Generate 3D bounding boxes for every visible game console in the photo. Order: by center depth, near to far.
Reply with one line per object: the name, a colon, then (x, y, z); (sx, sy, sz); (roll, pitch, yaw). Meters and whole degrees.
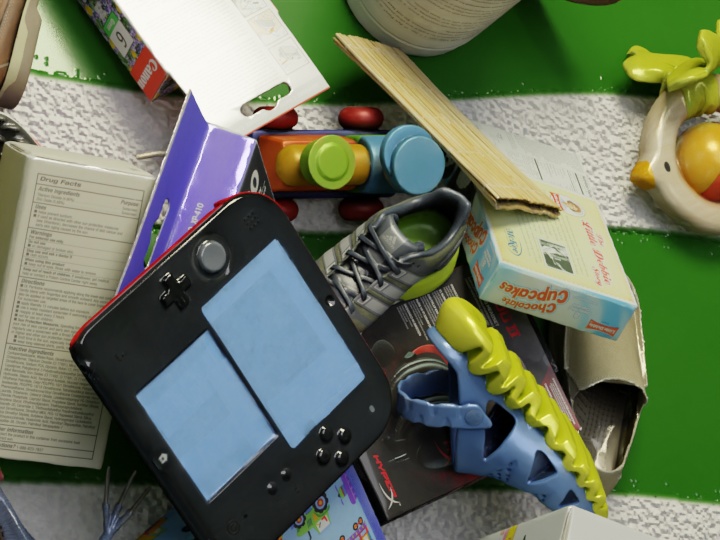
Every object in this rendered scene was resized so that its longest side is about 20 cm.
game console: (-0.077, 0.069, 1.501); (0.177, 0.031, 0.200); (-45, 115, -31)

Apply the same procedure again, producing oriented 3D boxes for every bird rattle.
bird rattle: (0.291, -0.105, 1.872); (0.200, 0.113, 0.163); (33, 74, -27)

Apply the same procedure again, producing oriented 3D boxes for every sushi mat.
sushi mat: (0.063, -0.108, 1.712); (0.096, 0.012, 0.200); (8, 34, -53)

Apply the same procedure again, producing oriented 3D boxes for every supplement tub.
supplement tub: (0.080, -0.252, 1.736); (0.132, 0.200, 0.132); (8, 70, -24)

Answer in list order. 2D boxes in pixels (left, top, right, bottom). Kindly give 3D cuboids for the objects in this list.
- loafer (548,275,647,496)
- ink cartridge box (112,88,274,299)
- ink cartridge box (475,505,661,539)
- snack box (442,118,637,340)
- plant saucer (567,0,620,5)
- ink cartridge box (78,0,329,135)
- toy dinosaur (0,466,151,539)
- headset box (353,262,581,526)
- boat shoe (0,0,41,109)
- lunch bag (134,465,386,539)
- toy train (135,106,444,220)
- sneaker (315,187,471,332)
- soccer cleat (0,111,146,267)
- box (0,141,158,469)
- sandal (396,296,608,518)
loafer: (0.184, 0.083, 1.755); (0.076, 0.068, 0.201); (14, 69, -21)
ink cartridge box: (-0.109, 0.012, 1.572); (0.043, 0.200, 0.199); (11, 65, 15)
ink cartridge box: (0.151, 0.239, 1.614); (0.145, 0.200, 0.083); (23, 66, -18)
snack box: (0.127, -0.035, 1.721); (0.116, 0.037, 0.200); (17, 31, -21)
plant saucer: (0.143, -0.289, 1.778); (0.034, 0.200, 0.201); (-31, 89, -28)
ink cartridge box: (-0.125, -0.181, 1.688); (0.109, 0.050, 0.200); (-32, 82, -30)
toy dinosaur: (-0.213, 0.213, 1.489); (0.181, 0.105, 0.200); (43, 99, 17)
headset box: (0.054, 0.086, 1.688); (0.200, 0.075, 0.149); (-21, 83, -29)
boat shoe: (-0.256, -0.216, 1.636); (0.068, 0.072, 0.200); (15, 68, -22)
lunch bag: (-0.048, 0.234, 1.595); (0.150, 0.094, 0.200); (-39, 110, -32)
toy train: (-0.047, -0.076, 1.658); (0.200, 0.116, 0.085); (-1, 93, -26)
sneaker: (0.000, 0.000, 1.608); (0.074, 0.081, 0.200); (44, 56, 11)
soccer cleat: (-0.214, -0.035, 1.608); (0.068, 0.073, 0.200); (-41, 112, -5)
box: (-0.204, 0.022, 1.538); (0.095, 0.078, 0.201); (11, 96, -23)
sandal: (0.097, 0.113, 1.623); (0.087, 0.080, 0.200); (-39, 104, 8)
